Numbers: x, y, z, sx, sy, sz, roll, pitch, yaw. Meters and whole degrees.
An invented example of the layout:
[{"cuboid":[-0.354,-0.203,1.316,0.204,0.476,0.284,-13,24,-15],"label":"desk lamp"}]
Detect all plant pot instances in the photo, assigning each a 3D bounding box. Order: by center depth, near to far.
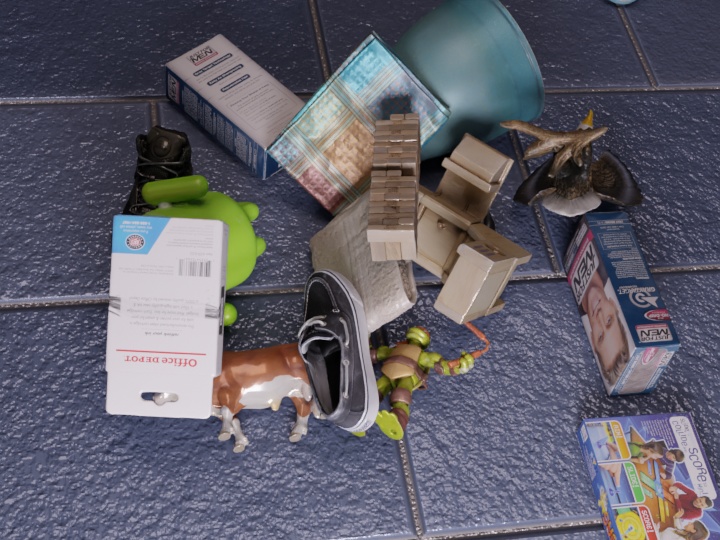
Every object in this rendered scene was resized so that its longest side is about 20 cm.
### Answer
[{"cuboid":[0.110,-0.241,1.523,0.187,0.201,0.201,-33,61,-12],"label":"plant pot"}]

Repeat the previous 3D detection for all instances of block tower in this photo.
[{"cuboid":[0.040,-0.095,1.318,0.053,0.058,0.202,-1,44,7],"label":"block tower"}]

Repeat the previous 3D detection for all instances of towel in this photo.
[{"cuboid":[0.000,0.000,1.343,0.034,0.132,0.202,32,33,-34],"label":"towel"},{"cuboid":[-0.002,-0.173,1.432,0.146,0.200,0.022,43,8,-14],"label":"towel"}]

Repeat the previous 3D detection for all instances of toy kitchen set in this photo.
[{"cuboid":[0.100,-0.068,1.344,0.199,0.165,0.180,32,15,17],"label":"toy kitchen set"}]

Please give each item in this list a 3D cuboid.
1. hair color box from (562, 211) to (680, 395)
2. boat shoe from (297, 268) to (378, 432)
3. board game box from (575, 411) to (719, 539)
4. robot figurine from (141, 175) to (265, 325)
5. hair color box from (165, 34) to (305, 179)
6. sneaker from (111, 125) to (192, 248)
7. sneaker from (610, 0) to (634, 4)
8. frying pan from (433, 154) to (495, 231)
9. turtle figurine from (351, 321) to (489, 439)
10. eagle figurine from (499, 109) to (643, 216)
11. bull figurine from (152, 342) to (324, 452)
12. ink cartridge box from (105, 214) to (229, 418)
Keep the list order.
[{"cuboid":[0.308,0.037,1.383,0.060,0.101,0.202,-3,52,-13],"label":"hair color box"},{"cuboid":[-0.036,0.078,1.247,0.067,0.071,0.202,25,42,-44],"label":"boat shoe"},{"cuboid":[0.326,0.252,1.256,0.133,0.035,0.202,-1,52,-11],"label":"board game box"},{"cuboid":[-0.199,-0.020,1.321,0.115,0.178,0.199,4,20,39],"label":"robot figurine"},{"cuboid":[-0.158,-0.218,1.527,0.100,0.061,0.200,-35,65,-30],"label":"hair color box"},{"cuboid":[-0.253,-0.097,1.393,0.075,0.115,0.201,14,53,5],"label":"sneaker"},{"cuboid":[0.466,-0.515,1.831,0.079,0.131,0.199,36,54,21],"label":"sneaker"},{"cuboid":[0.136,-0.089,1.505,0.114,0.031,0.191,24,55,9],"label":"frying pan"},{"cuboid":[0.036,0.115,1.302,0.197,0.065,0.162,11,47,27],"label":"turtle figurine"},{"cuboid":[0.270,-0.126,1.446,0.150,0.200,0.152,-40,66,-2],"label":"eagle figurine"},{"cuboid":[-0.124,0.131,1.262,0.197,0.066,0.123,-12,56,-16],"label":"bull figurine"},{"cuboid":[-0.201,0.047,1.201,0.114,0.067,0.204,3,88,-1],"label":"ink cartridge box"}]
